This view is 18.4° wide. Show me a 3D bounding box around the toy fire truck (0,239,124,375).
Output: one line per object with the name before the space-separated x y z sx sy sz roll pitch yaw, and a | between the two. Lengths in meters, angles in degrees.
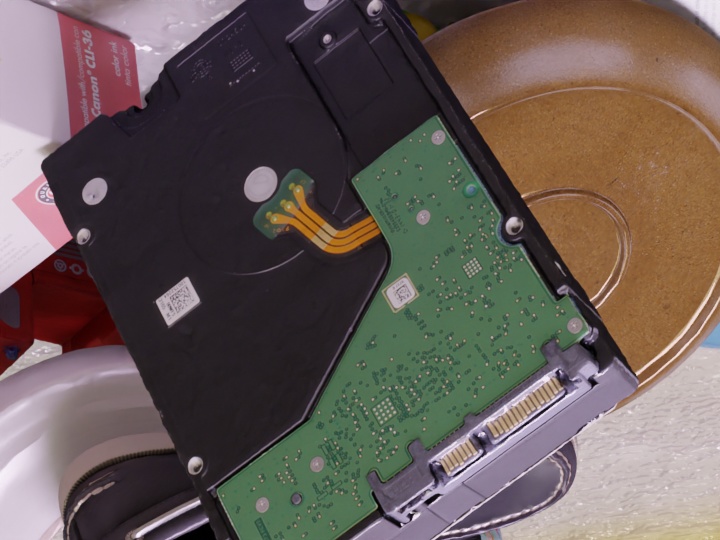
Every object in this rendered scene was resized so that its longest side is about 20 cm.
toy fire truck | -0.098 0.059 0.961 0.199 0.142 0.049 14 142 -35

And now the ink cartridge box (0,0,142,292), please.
ink cartridge box | -0.191 -0.061 0.809 0.199 0.068 0.116 19 139 -41

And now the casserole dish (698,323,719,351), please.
casserole dish | 0.184 -0.025 0.964 0.121 0.039 0.200 6 137 -40

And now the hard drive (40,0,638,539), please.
hard drive | -0.013 -0.001 0.740 0.140 0.200 0.038 -38 145 10

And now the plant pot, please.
plant pot | 0.068 -0.008 0.834 0.199 0.028 0.201 -10 126 -14

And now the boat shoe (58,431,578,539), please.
boat shoe | -0.010 0.093 0.826 0.199 0.063 0.073 -6 125 -10

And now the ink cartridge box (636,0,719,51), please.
ink cartridge box | 0.174 -0.096 0.846 0.199 0.039 0.100 -7 127 -6

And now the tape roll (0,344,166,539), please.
tape roll | -0.089 0.131 0.888 0.201 0.204 0.071 0 -177 -15

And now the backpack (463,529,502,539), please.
backpack | -0.002 0.181 1.197 0.177 0.151 0.200 -14 154 6

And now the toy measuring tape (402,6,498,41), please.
toy measuring tape | 0.077 -0.052 0.889 0.073 0.074 0.200 -28 145 28
